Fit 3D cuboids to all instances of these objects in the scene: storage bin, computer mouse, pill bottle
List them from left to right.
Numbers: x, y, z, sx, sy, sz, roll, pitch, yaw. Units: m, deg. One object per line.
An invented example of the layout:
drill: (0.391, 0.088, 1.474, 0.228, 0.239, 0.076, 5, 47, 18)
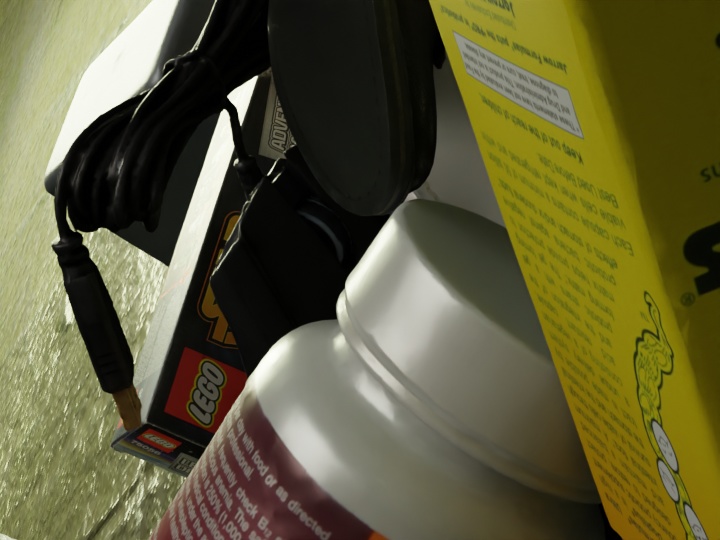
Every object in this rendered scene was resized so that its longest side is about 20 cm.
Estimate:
storage bin: (-0.072, -0.061, 1.017, 0.200, 0.134, 0.146, -32, 36, 56)
computer mouse: (-0.024, 0.017, 0.616, 0.046, 0.201, 0.140, 8, 38, 31)
pill bottle: (-0.001, 0.088, 0.571, 0.200, 0.114, 0.114, -57, 21, 18)

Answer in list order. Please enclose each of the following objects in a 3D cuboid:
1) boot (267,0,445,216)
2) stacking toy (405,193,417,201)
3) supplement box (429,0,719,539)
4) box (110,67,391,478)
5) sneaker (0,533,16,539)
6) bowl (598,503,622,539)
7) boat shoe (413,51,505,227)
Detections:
boot: (0.062, -0.110, 0.607, 0.069, 0.173, 0.201, -27, 62, 60)
stacking toy: (0.042, -0.057, 0.720, 0.116, 0.110, 0.201, 9, 85, 24)
supplement box: (0.094, -0.026, 0.435, 0.108, 0.201, 0.110, -24, 20, -7)
box: (0.000, 0.000, 0.756, 0.040, 0.136, 0.201, -35, 35, 57)
sneaker: (-0.249, 0.234, 1.175, 0.075, 0.076, 0.200, -49, 25, 30)
bowl: (0.083, 0.055, 0.627, 0.201, 0.039, 0.201, -50, 24, 32)
boat shoe: (0.009, -0.087, 0.652, 0.071, 0.201, 0.069, -34, -13, 23)
